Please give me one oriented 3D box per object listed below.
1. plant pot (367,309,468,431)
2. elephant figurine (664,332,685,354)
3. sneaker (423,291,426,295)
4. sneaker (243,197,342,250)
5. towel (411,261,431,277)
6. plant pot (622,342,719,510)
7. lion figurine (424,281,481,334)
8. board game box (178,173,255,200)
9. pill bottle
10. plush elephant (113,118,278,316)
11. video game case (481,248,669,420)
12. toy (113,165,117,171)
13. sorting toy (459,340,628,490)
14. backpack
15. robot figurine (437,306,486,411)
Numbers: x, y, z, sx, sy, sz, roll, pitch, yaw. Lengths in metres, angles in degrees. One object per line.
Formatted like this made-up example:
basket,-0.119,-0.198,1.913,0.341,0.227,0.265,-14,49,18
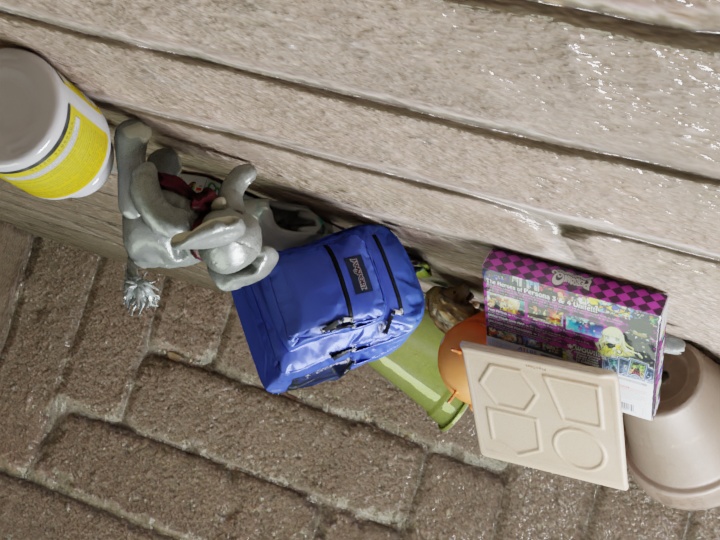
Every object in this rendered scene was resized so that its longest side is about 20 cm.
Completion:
plant pot,0.115,0.148,2.232,0.183,0.202,0.200,29,173,-4
elephant figurine,0.260,0.143,1.529,0.140,0.202,0.155,19,-179,-31
sneaker,-0.001,0.002,1.759,0.103,0.061,0.200,-13,137,29
sneaker,-0.064,-0.043,1.550,0.199,0.076,0.088,16,152,-42
towel,-0.010,0.019,1.656,0.197,0.023,0.144,-12,177,9
plant pot,0.410,0.182,1.646,0.199,0.202,0.175,13,156,40
lion figurine,0.128,0.056,1.821,0.122,0.073,0.200,27,176,-15
board game box,-0.159,-0.076,1.639,0.199,0.035,0.126,23,173,-41
pill bottle,-0.302,-0.129,1.218,0.110,0.113,0.200,17,174,10
plush elephant,-0.168,-0.055,1.339,0.153,0.203,0.165,-1,164,7
video game case,0.231,0.071,1.393,0.198,0.036,0.182,16,142,23
toy,-0.371,-0.161,1.411,0.198,0.048,0.115,4,157,25
sorting toy,0.211,0.160,1.445,0.183,0.037,0.201,10,136,29
backpack,-0.026,0.038,1.465,0.198,0.164,0.168,-14,170,-21
robot figurine,0.181,0.106,1.694,0.199,0.117,0.144,-22,167,-42
